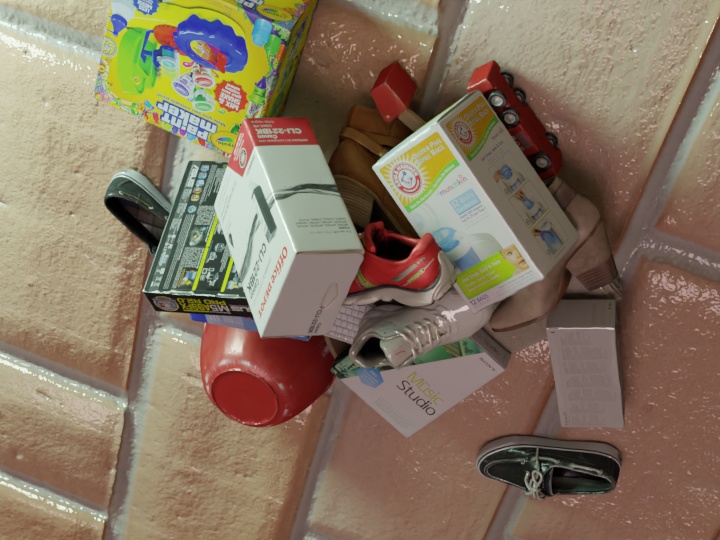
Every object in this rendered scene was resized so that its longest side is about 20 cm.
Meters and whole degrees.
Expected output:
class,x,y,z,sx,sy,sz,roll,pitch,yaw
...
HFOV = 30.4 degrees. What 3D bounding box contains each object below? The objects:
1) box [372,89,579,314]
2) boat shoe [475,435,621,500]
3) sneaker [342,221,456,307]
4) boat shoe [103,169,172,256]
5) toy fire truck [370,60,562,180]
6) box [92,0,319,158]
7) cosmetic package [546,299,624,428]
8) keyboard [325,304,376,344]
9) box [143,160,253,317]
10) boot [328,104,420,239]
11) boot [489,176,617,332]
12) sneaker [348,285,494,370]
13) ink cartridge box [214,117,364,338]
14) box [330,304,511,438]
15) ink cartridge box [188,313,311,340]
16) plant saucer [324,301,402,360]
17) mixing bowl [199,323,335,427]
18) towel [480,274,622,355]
class,x,y,z,sx,sy,sz,roll,pitch,yaw
box,0.125,-0.075,1.439,0.112,0.101,0.201,-30,98,42
boat shoe,0.246,0.272,1.772,0.198,0.068,0.074,2,126,19
sneaker,0.018,-0.015,1.452,0.199,0.077,0.085,-1,125,41
boat shoe,-0.252,-0.044,1.717,0.070,0.066,0.200,-30,111,35
toy fire truck,0.121,-0.165,1.502,0.141,0.049,0.200,-24,116,34
box,-0.172,-0.258,1.493,0.199,0.122,0.193,24,131,2
cosmetic package,0.278,0.116,1.627,0.082,0.051,0.201,-2,138,13
keyboard,-0.075,0.045,1.714,0.199,0.011,0.057,16,101,20
box,-0.157,-0.040,1.598,0.159,0.201,0.044,3,147,17
boot,0.048,-0.090,1.530,0.199,0.156,0.073,29,150,-34
boot,0.195,-0.022,1.530,0.199,0.070,0.146,-29,110,31
sneaker,0.070,0.077,1.586,0.199,0.099,0.078,-24,107,34
ink cartridge box,-0.082,-0.047,1.449,0.083,0.201,0.145,-4,141,-27
box,0.075,0.119,1.703,0.144,0.036,0.200,41,127,-11
ink cartridge box,-0.131,0.006,1.656,0.199,0.137,0.077,7,128,24
plant saucer,0.048,0.081,1.727,0.199,0.030,0.201,9,128,12
mixing bowl,-0.139,0.137,1.786,0.199,0.109,0.201,11,128,13
towel,0.209,0.023,1.623,0.199,0.035,0.133,-27,111,35
